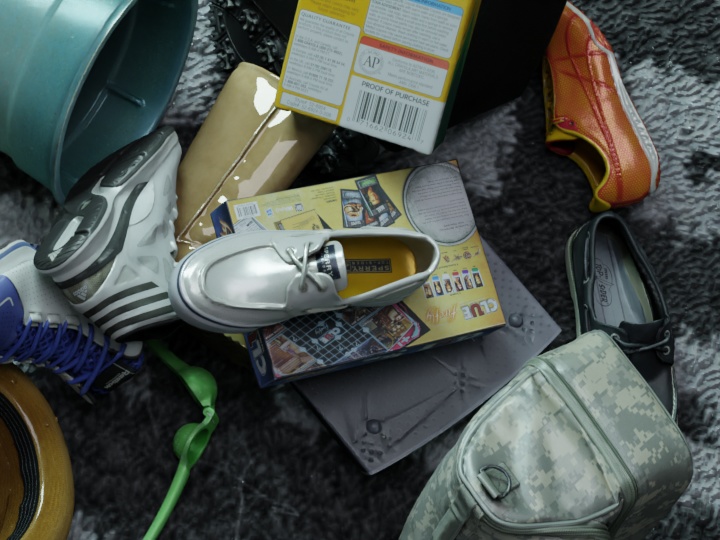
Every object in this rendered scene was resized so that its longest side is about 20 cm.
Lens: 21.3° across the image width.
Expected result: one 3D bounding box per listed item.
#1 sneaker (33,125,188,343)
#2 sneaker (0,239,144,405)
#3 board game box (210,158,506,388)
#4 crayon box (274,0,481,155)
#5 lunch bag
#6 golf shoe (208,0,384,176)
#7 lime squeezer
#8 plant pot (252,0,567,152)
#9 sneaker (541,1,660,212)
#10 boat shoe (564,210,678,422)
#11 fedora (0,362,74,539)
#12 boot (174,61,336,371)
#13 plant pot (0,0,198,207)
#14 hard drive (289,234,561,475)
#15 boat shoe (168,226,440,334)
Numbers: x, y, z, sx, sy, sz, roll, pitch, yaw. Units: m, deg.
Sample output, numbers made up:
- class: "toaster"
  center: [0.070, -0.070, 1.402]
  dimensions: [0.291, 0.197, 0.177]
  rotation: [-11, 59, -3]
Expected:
- class: "sneaker"
  center: [-0.160, -0.016, 1.397]
  dimensions: [0.116, 0.075, 0.201]
  rotation: [55, 31, -21]
- class: "sneaker"
  center: [-0.214, 0.041, 1.370]
  dimensions: [0.115, 0.199, 0.081]
  rotation: [46, 109, 6]
- class: "board game box"
  center: [0.000, 0.000, 1.421]
  dimensions: [0.199, 0.035, 0.136]
  rotation: [-11, 80, -28]
- class: "crayon box"
  center: [0.023, -0.200, 1.401]
  dimensions: [0.125, 0.201, 0.052]
  rotation: [18, 19, 8]
- class: "lunch bag"
  center: [0.118, 0.161, 1.366]
  dimensions: [0.167, 0.200, 0.140]
  rotation: [-23, 69, -25]
- class: "golf shoe"
  center: [-0.045, -0.166, 1.562]
  dimensions: [0.094, 0.078, 0.200]
  rotation: [-28, 75, -40]
- class: "lime squeezer"
  center: [-0.139, 0.112, 1.421]
  dimensions: [0.070, 0.038, 0.201]
  rotation: [-1, 66, -12]
- class: "plant pot"
  center: [0.058, -0.245, 1.516]
  dimensions: [0.200, 0.178, 0.200]
  rotation: [49, 42, 13]
- class: "sneaker"
  center: [0.180, -0.144, 1.592]
  dimensions: [0.077, 0.073, 0.201]
  rotation: [-19, 68, -11]
- class: "boat shoe"
  center: [0.212, 0.044, 1.511]
  dimensions: [0.074, 0.066, 0.200]
  rotation: [-2, 66, -13]
- class: "fedora"
  center: [-0.293, 0.144, 1.332]
  dimensions: [0.200, 0.082, 0.201]
  rotation: [26, 48, -32]
- class: "boot"
  center: [-0.080, -0.042, 1.454]
  dimensions: [0.175, 0.066, 0.200]
  rotation: [32, 76, 17]
- class: "plant pot"
  center: [-0.258, -0.177, 1.456]
  dimensions: [0.195, 0.200, 0.201]
  rotation: [27, 62, 10]
- class: "hard drive"
  center: [0.042, 0.061, 1.480]
  dimensions: [0.200, 0.042, 0.135]
  rotation: [-35, 76, -23]
- class: "boat shoe"
  center: [-0.035, 0.000, 1.343]
  dimensions: [0.199, 0.070, 0.071]
  rotation: [-3, 77, -27]
